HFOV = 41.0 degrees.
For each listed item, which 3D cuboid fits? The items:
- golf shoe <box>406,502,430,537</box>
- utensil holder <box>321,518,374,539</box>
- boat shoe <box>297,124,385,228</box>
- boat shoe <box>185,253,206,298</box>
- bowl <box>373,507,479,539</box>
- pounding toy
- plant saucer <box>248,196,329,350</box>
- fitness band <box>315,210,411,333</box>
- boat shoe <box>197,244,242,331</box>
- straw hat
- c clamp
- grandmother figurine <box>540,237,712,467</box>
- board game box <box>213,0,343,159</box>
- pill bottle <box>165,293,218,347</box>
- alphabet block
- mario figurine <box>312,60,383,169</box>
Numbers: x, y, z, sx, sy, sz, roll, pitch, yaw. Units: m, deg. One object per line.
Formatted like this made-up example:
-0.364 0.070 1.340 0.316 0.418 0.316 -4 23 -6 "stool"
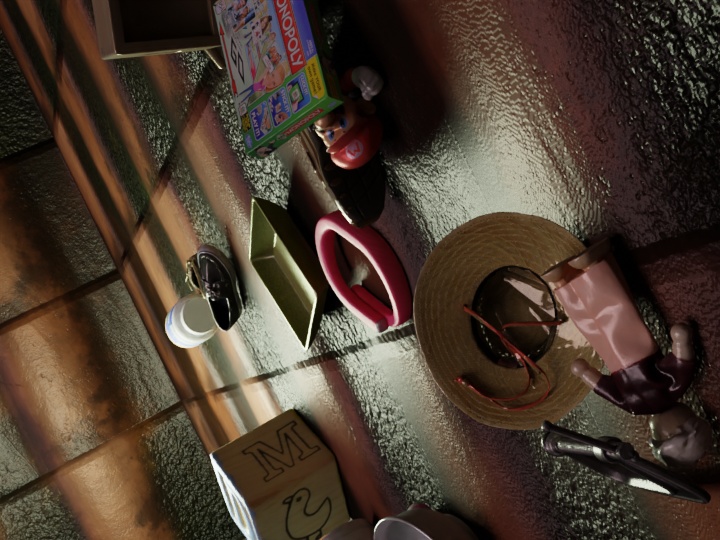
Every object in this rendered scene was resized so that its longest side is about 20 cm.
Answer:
0.084 0.430 1.542 0.092 0.074 0.202 47 152 44 "golf shoe"
0.010 0.592 1.768 0.200 0.168 0.172 46 153 34 "utensil holder"
-0.029 -0.143 1.167 0.074 0.075 0.203 110 139 -69 "boat shoe"
-0.347 0.012 2.087 0.199 0.062 0.074 22 134 61 "boat shoe"
0.117 0.420 1.397 0.200 0.090 0.204 32 138 33 "bowl"
-0.272 -0.373 1.351 0.142 0.197 0.188 16 115 62 "pounding toy"
-0.109 0.000 1.538 0.201 0.047 0.201 56 158 21 "plant saucer"
0.000 0.000 1.298 0.199 0.037 0.146 36 145 49 "fitness band"
-0.287 0.038 1.954 0.067 0.057 0.202 2 132 19 "boat shoe"
0.149 0.041 0.918 0.203 0.199 0.085 63 -158 0 "straw hat"
0.218 0.164 0.853 0.168 0.027 0.200 23 169 1 "c clamp"
0.233 0.074 0.810 0.202 0.060 0.121 61 149 2 "grandmother figurine"
-0.096 -0.247 1.083 0.134 0.029 0.203 -29 67 36 "board game box"
-0.388 0.115 2.234 0.113 0.111 0.200 63 159 1 "pill bottle"
-0.163 0.439 1.953 0.196 0.198 0.198 39 149 47 "alphabet block"
-0.047 -0.204 1.085 0.202 0.105 0.124 59 157 17 "mario figurine"
